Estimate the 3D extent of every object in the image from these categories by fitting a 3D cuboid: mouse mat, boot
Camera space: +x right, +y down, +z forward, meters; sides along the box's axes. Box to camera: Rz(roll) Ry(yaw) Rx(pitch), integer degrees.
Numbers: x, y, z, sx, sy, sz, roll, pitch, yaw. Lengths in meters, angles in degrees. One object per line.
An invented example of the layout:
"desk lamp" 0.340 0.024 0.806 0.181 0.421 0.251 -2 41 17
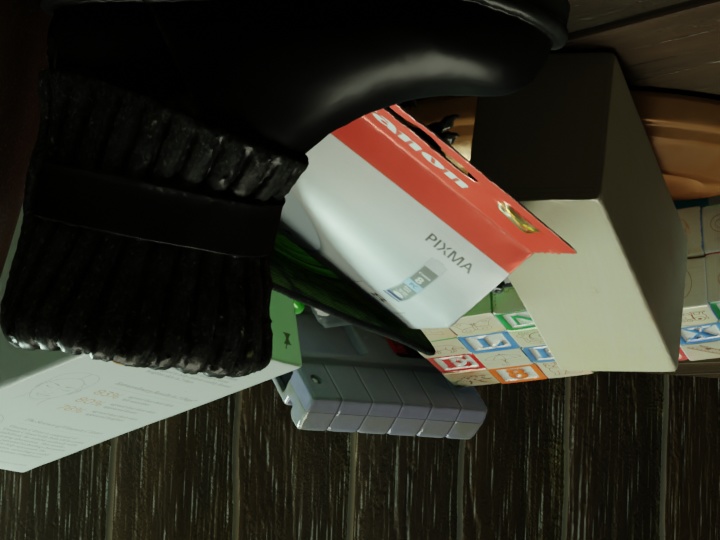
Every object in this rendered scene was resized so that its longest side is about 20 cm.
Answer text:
"mouse mat" -0.062 -0.029 1.128 0.200 0.008 0.161 26 -163 -39
"boot" -0.028 -0.038 0.872 0.210 0.159 0.079 2 175 7

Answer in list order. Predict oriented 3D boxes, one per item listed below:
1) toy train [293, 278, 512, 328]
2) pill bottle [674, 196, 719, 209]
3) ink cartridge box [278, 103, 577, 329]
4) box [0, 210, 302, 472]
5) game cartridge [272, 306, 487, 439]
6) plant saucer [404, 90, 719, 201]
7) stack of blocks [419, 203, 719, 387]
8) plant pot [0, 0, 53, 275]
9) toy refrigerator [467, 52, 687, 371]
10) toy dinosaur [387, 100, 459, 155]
"toy train" 0.000 0.000 1.246 0.199 0.057 0.042 -10 141 17
"pill bottle" 0.171 -0.004 1.431 0.199 0.111 0.111 1 175 3
"ink cartridge box" -0.004 -0.037 1.020 0.160 0.047 0.200 38 172 -10
"box" -0.150 0.026 1.213 0.199 0.098 0.124 -21 157 29
"game cartridge" -0.013 0.023 1.411 0.129 0.039 0.200 2 -142 -29
"plant saucer" 0.118 -0.062 1.221 0.199 0.038 0.200 2 174 0
"stack of blocks" 0.129 0.011 1.297 0.199 0.059 0.115 -8 157 18
"plant pot" -0.213 -0.021 0.907 0.186 0.201 0.187 3 175 0
"toy refrigerator" 0.105 -0.023 1.113 0.070 0.076 0.200 0 156 19
"toy dinosaur" -0.010 -0.069 1.149 0.088 0.048 0.200 25 166 -27
